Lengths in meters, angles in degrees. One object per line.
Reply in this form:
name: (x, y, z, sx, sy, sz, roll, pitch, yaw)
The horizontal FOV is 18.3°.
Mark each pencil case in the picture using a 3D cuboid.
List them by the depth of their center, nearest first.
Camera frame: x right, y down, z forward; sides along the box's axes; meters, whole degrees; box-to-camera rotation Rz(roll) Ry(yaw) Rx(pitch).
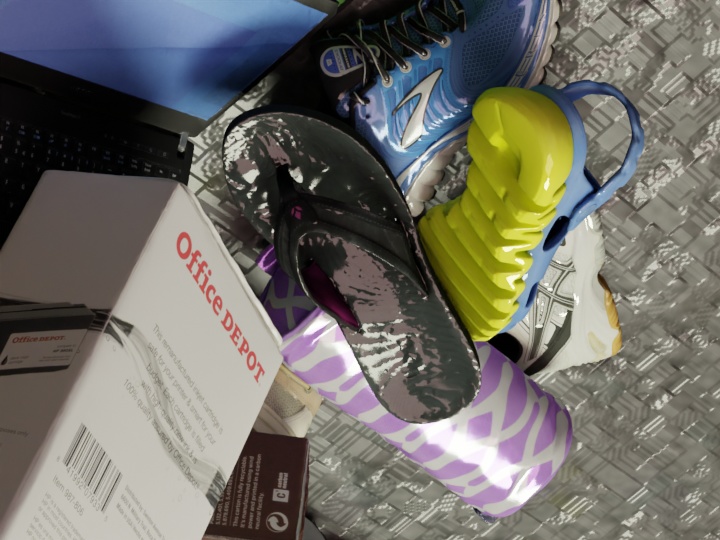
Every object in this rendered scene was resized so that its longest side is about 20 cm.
pencil case: (0.031, 0.057, 1.246, 0.084, 0.086, 0.200, -44, 118, 13)

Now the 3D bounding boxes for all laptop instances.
laptop: (-0.117, -0.056, 1.089, 0.177, 0.103, 0.200, 16, 81, -47)

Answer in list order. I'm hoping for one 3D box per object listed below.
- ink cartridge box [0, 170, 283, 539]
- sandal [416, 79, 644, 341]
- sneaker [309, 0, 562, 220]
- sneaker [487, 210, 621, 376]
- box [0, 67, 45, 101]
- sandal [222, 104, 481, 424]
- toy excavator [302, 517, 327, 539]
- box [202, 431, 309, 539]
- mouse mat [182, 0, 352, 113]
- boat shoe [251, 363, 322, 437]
ink cartridge box: (-0.127, 0.074, 1.040, 0.084, 0.200, 0.145, 7, 145, 27)
sandal: (0.089, -0.032, 1.147, 0.087, 0.080, 0.200, -24, 161, -27)
sneaker: (0.027, -0.101, 1.151, 0.089, 0.079, 0.200, 20, 121, -33)
sneaker: (0.089, -0.009, 1.248, 0.088, 0.076, 0.200, -19, 131, -1)
box: (-0.273, -0.101, 1.084, 0.200, 0.036, 0.143, -23, 134, 4)
sandal: (0.001, 0.000, 1.134, 0.075, 0.048, 0.201, -29, 113, 15)
toy excavator: (-0.050, 0.239, 1.330, 0.100, 0.200, 0.194, -39, 130, 16)
box: (-0.130, 0.134, 1.233, 0.200, 0.075, 0.100, 6, 145, -1)
mouse mat: (-0.055, -0.177, 1.107, 0.200, 0.008, 0.161, -38, 130, 16)
boat shoe: (-0.096, 0.029, 1.234, 0.200, 0.065, 0.072, 47, 151, -25)
